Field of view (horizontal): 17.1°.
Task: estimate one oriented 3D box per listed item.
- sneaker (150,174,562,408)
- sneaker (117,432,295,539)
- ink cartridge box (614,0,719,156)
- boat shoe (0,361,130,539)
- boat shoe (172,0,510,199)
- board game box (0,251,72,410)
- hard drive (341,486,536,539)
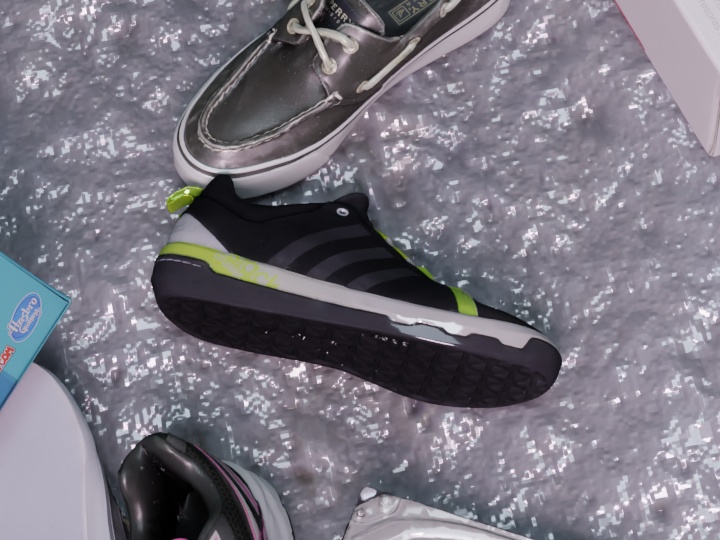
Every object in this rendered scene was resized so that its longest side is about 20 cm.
[{"bbox_3d":[0.000,0.000,1.091,0.200,0.072,0.083,15,65,10],"label":"sneaker"},{"bbox_3d":[-0.061,0.151,0.988,0.080,0.086,0.200,-36,48,8],"label":"sneaker"},{"bbox_3d":[0.224,-0.167,1.152,0.200,0.083,0.147,-24,65,-8],"label":"ink cartridge box"},{"bbox_3d":[-0.126,0.135,1.042,0.069,0.057,0.200,-25,65,12],"label":"boat shoe"},{"bbox_3d":[-0.011,-0.112,1.149,0.200,0.064,0.071,-39,68,-14],"label":"boat shoe"},{"bbox_3d":[-0.244,0.019,0.997,0.200,0.047,0.151,38,77,-25],"label":"board game box"},{"bbox_3d":[0.033,0.204,1.011,0.140,0.038,0.200,17,67,11],"label":"hard drive"}]
